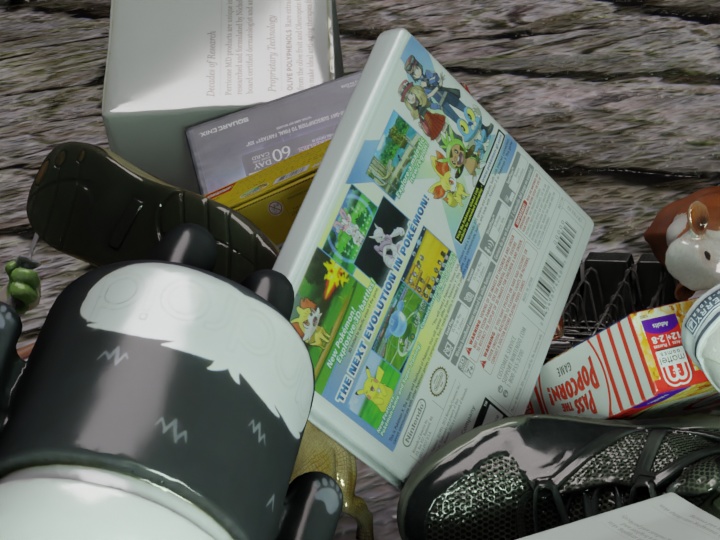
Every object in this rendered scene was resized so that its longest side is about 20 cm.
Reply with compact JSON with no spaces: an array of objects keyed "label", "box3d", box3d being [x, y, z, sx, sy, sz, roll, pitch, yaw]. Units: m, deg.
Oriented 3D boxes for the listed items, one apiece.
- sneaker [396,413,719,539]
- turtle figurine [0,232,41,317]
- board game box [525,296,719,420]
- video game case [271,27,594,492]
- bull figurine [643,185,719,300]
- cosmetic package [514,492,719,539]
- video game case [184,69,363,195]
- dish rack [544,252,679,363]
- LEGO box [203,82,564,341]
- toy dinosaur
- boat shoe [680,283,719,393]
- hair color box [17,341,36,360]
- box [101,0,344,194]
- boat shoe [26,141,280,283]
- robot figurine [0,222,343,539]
[{"label":"sneaker","box3d":[0.121,0.116,0.825,0.199,0.076,0.114,-2,11,-9]},{"label":"turtle figurine","box3d":[-0.282,0.023,1.074,0.144,0.200,0.194,21,30,-29]},{"label":"board game box","box3d":[0.201,0.046,0.952,0.200,0.046,0.152,-12,-13,-25]},{"label":"video game case","box3d":[0.036,0.008,0.884,0.022,0.182,0.200,-3,55,46]},{"label":"bull figurine","box3d":[0.235,-0.017,1.045,0.121,0.065,0.200,3,7,-1]},{"label":"cosmetic package","box3d":[0.077,0.165,0.680,0.200,0.081,0.113,-13,19,-22]},{"label":"video game case","box3d":[-0.030,-0.037,1.132,0.143,0.019,0.200,-18,56,2]},{"label":"dish rack","box3d":[0.128,0.036,1.121,0.153,0.055,0.200,1,20,22]},{"label":"LEGO box","box3d":[0.000,0.000,1.007,0.200,0.149,0.077,-22,14,12]},{"label":"toy dinosaur","box3d":[-0.019,0.101,0.869,0.058,0.101,0.200,2,19,21]},{"label":"boat shoe","box3d":[0.240,0.078,0.825,0.075,0.202,0.086,-44,39,13]},{"label":"hair color box","box3d":[-0.213,0.091,0.907,0.200,0.064,0.111,-20,9,27]},{"label":"box","box3d":[-0.097,-0.122,1.328,0.171,0.199,0.200,-5,49,2]},{"label":"boat shoe","box3d":[-0.092,-0.008,0.921,0.200,0.076,0.074,35,5,30]},{"label":"robot figurine","box3d":[-0.091,0.078,0.707,0.150,0.125,0.200,5,49,13]}]
